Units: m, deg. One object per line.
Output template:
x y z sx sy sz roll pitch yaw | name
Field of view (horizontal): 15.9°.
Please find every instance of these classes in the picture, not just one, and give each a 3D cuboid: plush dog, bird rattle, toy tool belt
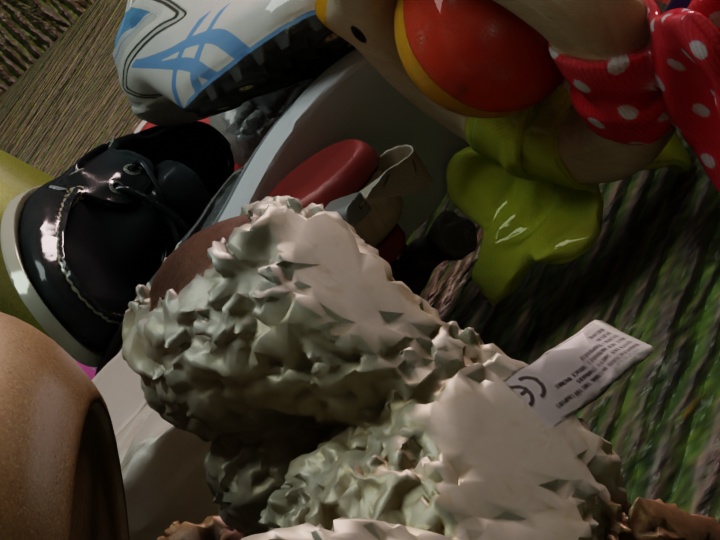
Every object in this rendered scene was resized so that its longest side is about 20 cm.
-0.002 0.106 0.659 0.200 0.160 0.172 -91 23 -47 | plush dog
0.061 -0.064 0.858 0.113 0.163 0.200 -57 9 -11 | bird rattle
-0.023 0.060 0.874 0.125 0.123 0.200 -16 27 47 | toy tool belt

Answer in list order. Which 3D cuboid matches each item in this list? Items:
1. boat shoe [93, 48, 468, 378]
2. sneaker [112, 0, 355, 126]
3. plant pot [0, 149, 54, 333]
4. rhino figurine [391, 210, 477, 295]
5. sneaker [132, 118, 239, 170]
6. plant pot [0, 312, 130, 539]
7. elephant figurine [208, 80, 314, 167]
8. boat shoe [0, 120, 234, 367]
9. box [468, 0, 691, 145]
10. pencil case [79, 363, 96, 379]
-0.035 -0.010 0.958 0.200 0.069 0.057 -53 30 -2 | boat shoe
-0.053 -0.098 1.004 0.072 0.073 0.200 -18 5 -21 | sneaker
-0.234 0.010 1.519 0.200 0.193 0.200 -45 14 14 | plant pot
0.000 0.000 1.034 0.087 0.060 0.200 -35 29 45 | rhino figurine
-0.075 -0.065 1.452 0.200 0.078 0.116 -35 18 29 | sneaker
-0.074 0.109 0.631 0.200 0.027 0.200 -1 -90 -90 | plant pot
0.025 -0.113 1.224 0.200 0.142 0.155 -40 52 7 | elephant figurine
-0.087 -0.020 1.036 0.066 0.075 0.199 -34 4 14 | boat shoe
0.135 -0.130 1.060 0.200 0.039 0.137 -56 14 -29 | box
-0.102 0.064 1.126 0.200 0.087 0.087 -30 20 25 | pencil case
